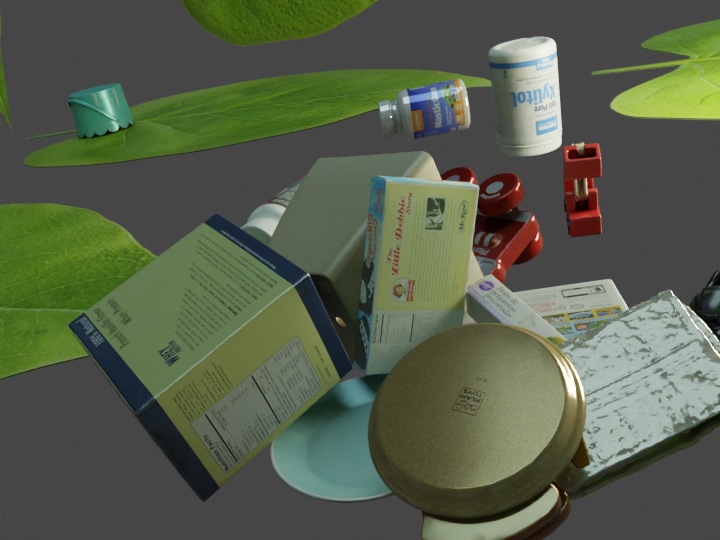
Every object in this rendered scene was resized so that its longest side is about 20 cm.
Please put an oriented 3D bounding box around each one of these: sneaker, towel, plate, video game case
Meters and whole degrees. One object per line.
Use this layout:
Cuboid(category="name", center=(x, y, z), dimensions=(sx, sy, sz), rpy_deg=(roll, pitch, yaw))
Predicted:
Cuboid(category="sneaker", center=(0.328, 0.064, 0.752), dimensions=(0.074, 0.089, 0.199), rpy_deg=(6, 29, 35))
Cuboid(category="towel", center=(0.228, 0.105, 0.691), dimensions=(0.197, 0.035, 0.134), rpy_deg=(-25, 46, -2))
Cuboid(category="plate", center=(0.010, 0.163, 0.762), dimensions=(0.195, 0.026, 0.201), rpy_deg=(-10, 22, 4))
Cuboid(category="video game case", center=(0.206, 0.070, 0.884), dimensions=(0.195, 0.023, 0.183), rpy_deg=(-8, 23, 6))

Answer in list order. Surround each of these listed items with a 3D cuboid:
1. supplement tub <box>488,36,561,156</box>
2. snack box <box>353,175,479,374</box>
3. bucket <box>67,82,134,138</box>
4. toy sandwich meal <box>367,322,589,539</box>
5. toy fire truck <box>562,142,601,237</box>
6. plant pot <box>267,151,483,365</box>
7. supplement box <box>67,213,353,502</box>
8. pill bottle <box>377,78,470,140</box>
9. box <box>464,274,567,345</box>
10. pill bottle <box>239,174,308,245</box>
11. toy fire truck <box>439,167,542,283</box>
Cuboid(category="supplement tub", center=(0.321, -0.338, 1.526), dimensions=(0.129, 0.204, 0.132), rpy_deg=(-10, 22, 4))
Cuboid(category="snack box", center=(0.059, 0.006, 0.833), dimensions=(0.114, 0.205, 0.037), rpy_deg=(1, 11, -26))
Cuboid(category="bucket", center=(-0.873, -0.539, 2.634), dimensions=(0.202, 0.138, 0.208), rpy_deg=(-11, 22, 4))
Cuboid(category="toy sandwich meal", center=(0.099, 0.133, 0.649), dimensions=(0.201, 0.071, 0.208), rpy_deg=(-15, 41, 13))
Cuboid(category="toy fire truck", center=(0.315, -0.128, 1.127), dimensions=(0.048, 0.144, 0.201), rpy_deg=(-5, 24, 14))
Cuboid(category="plant pot", center=(0.000, 0.000, 0.929), dimensions=(0.197, 0.202, 0.177), rpy_deg=(5, 43, 47))
Cuboid(category="supplement box", center=(-0.154, 0.078, 0.803), dimensions=(0.199, 0.136, 0.199), rpy_deg=(-39, 39, -19))
Cuboid(category="pill bottle", center=(0.141, -0.357, 1.768), dimensions=(0.195, 0.114, 0.113), rpy_deg=(-11, 23, 1))
Cuboid(category="box", center=(0.177, 0.075, 0.798), dimensions=(0.038, 0.042, 0.200), rpy_deg=(-25, 40, -16))
Cuboid(category="pill bottle", center=(-0.107, -0.064, 1.217), dimensions=(0.112, 0.116, 0.200), rpy_deg=(2, 26, 29))
Cuboid(category="toy fire truck", center=(0.143, -0.044, 1.083), dimensions=(0.198, 0.113, 0.168), rpy_deg=(15, 53, 48))
